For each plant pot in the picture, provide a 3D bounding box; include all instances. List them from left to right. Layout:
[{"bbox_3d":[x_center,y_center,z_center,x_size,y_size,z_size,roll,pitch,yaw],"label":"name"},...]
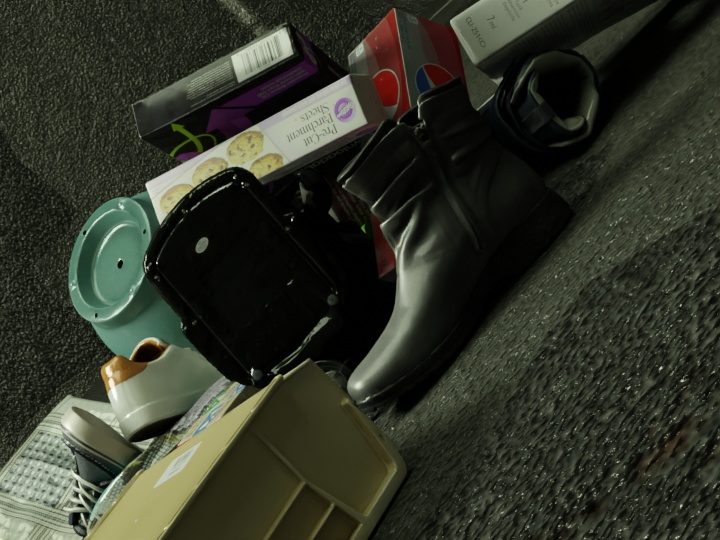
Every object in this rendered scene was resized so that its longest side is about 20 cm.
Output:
[{"bbox_3d":[-0.189,0.005,1.292,0.199,0.134,0.202,-14,67,38],"label":"plant pot"}]

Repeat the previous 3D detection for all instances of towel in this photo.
[{"bbox_3d":[-0.281,0.208,1.349,0.199,0.035,0.193,9,46,35],"label":"towel"}]

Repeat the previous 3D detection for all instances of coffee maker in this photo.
[{"bbox_3d":[-0.049,0.029,1.013,0.134,0.193,0.200,-21,-7,13],"label":"coffee maker"}]

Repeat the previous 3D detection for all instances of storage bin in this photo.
[{"bbox_3d":[-0.095,0.170,0.768,0.200,0.094,0.199,-37,12,50],"label":"storage bin"}]

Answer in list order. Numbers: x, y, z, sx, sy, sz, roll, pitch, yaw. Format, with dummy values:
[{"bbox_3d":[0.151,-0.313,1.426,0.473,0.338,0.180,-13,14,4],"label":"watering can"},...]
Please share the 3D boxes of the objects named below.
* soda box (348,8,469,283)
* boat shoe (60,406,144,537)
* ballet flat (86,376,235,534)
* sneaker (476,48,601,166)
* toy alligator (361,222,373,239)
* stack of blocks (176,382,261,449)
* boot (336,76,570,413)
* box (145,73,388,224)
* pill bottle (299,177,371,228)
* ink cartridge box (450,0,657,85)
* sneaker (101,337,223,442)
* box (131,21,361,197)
[{"bbox_3d":[0.044,-0.090,1.013,0.070,0.063,0.201,-38,51,45],"label":"soda box"},{"bbox_3d":[-0.225,0.190,1.190,0.093,0.074,0.200,-53,-26,-10],"label":"boat shoe"},{"bbox_3d":[-0.147,0.168,1.125,0.200,0.072,0.072,-46,9,1],"label":"ballet flat"},{"bbox_3d":[0.101,-0.091,1.049,0.202,0.077,0.146,-46,6,-4],"label":"sneaker"},{"bbox_3d":[0.000,0.000,1.194,0.200,0.054,0.059,-43,9,25],"label":"toy alligator"},{"bbox_3d":[-0.130,0.174,1.020,0.200,0.059,0.115,-53,10,-35],"label":"stack of blocks"},{"bbox_3d":[0.029,-0.018,0.883,0.200,0.132,0.070,-49,10,-14],"label":"boot"},{"bbox_3d":[-0.073,-0.087,1.025,0.199,0.042,0.039,-23,-4,27],"label":"box"},{"bbox_3d":[0.004,-0.087,1.228,0.199,0.115,0.114,-31,10,4],"label":"pill bottle"},{"bbox_3d":[0.168,-0.211,1.075,0.175,0.045,0.200,-30,-4,12],"label":"ink cartridge box"},{"bbox_3d":[-0.148,0.091,1.208,0.073,0.085,0.200,-37,-16,25],"label":"sneaker"},{"bbox_3d":[-0.066,-0.115,1.083,0.142,0.036,0.200,-25,-22,19],"label":"box"}]
